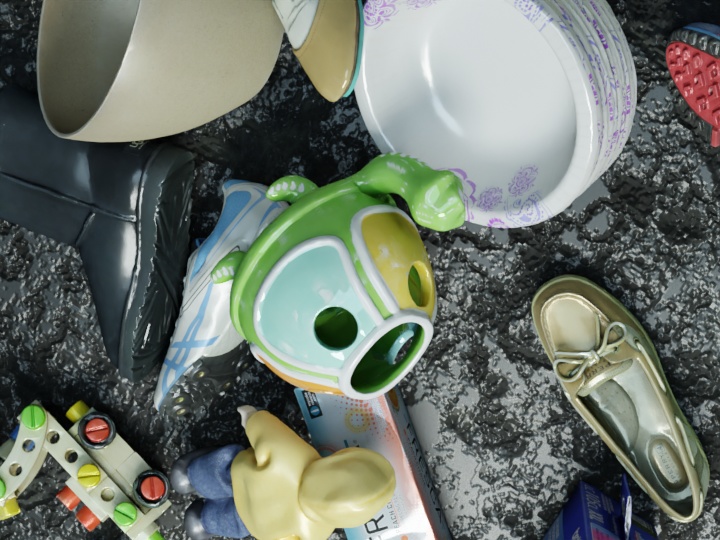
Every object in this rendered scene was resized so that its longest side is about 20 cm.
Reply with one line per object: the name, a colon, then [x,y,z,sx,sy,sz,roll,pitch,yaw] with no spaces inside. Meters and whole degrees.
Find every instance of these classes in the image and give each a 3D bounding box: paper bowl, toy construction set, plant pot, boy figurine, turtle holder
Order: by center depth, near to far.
paper bowl: [0.100,-0.139,1.255,0.200,0.104,0.202,21,129,28]
turtle holder: [0.000,0.008,1.281,0.185,0.141,0.132,-36,56,-6]
plant pot: [-0.133,-0.180,1.282,0.134,0.200,0.202,11,104,-30]
boy figurine: [-0.059,0.157,1.328,0.199,0.064,0.125,-12,98,44]
toy construction set: [-0.223,0.181,1.393,0.131,0.092,0.200,-44,100,-11]

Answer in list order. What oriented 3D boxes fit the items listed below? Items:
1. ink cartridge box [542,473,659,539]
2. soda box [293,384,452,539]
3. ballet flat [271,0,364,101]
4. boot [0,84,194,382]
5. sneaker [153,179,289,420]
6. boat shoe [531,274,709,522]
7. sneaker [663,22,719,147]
ink cartridge box: [0.159,0.249,1.325,0.076,0.137,0.201,32,103,-4]
soda box: [0.017,0.165,1.369,0.068,0.064,0.201,-18,96,12]
ballet flat: [-0.035,-0.205,1.261,0.063,0.201,0.069,13,143,-20]
boot: [-0.217,-0.030,1.365,0.167,0.076,0.201,19,120,18]
sneaker: [-0.110,0.023,1.367,0.072,0.072,0.201,39,112,32]
boat shoe: [0.194,0.094,1.329,0.073,0.063,0.201,-29,95,12]
sneaker: [0.310,-0.122,1.273,0.199,0.095,0.080,32,134,24]
